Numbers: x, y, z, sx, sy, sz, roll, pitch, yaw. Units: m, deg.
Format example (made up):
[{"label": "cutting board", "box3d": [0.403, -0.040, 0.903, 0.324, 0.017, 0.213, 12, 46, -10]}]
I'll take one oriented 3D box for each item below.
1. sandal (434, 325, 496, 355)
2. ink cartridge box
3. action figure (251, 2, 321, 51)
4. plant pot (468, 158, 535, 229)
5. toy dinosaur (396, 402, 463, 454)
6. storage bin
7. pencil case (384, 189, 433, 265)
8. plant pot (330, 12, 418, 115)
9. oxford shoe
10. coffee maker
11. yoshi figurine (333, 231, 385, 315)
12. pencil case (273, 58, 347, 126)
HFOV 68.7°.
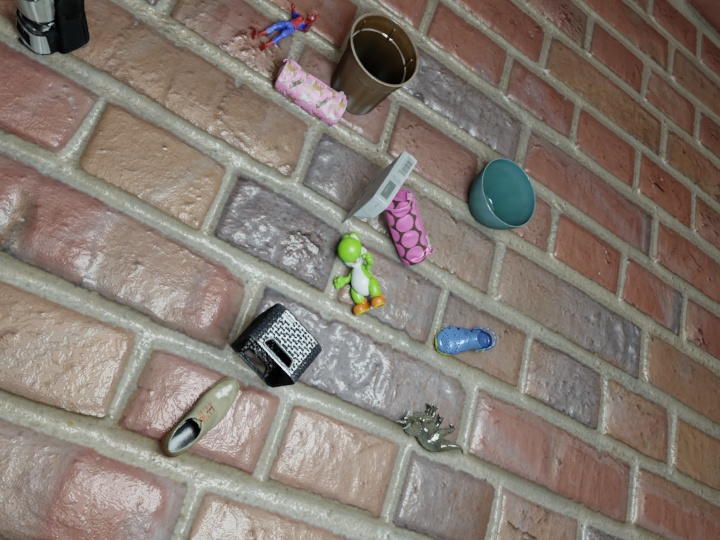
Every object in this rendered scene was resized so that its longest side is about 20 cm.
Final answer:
[{"label": "sandal", "box3d": [0.290, 0.185, 1.422, 0.195, 0.087, 0.082, -2, 79, -26]}, {"label": "ink cartridge box", "box3d": [0.045, -0.194, 1.324, 0.057, 0.200, 0.164, 36, 63, -8]}, {"label": "action figure", "box3d": [-0.185, -0.657, 1.391, 0.199, 0.098, 0.066, -39, 96, -32]}, {"label": "plant pot", "box3d": [0.393, -0.206, 1.547, 0.195, 0.134, 0.206, 7, 73, -26]}, {"label": "toy dinosaur", "box3d": [0.175, 0.404, 1.324, 0.102, 0.077, 0.201, -46, 104, -17]}, {"label": "storage bin", "box3d": [-0.181, 0.163, 1.117, 0.136, 0.199, 0.094, 47, 61, -8]}, {"label": "pencil case", "box3d": [0.123, -0.113, 1.363, 0.202, 0.091, 0.092, 64, 34, -40]}, {"label": "plant pot", "box3d": [0.022, -0.531, 1.403, 0.195, 0.197, 0.206, 8, 73, -25]}, {"label": "oxford shoe", "box3d": [-0.319, 0.301, 1.082, 0.071, 0.075, 0.201, 45, 61, -8]}, {"label": "coffee maker", "box3d": [-0.615, -0.552, 1.079, 0.188, 0.199, 0.138, -13, 85, -26]}, {"label": "yoshi figurine", "box3d": [-0.010, 0.002, 1.304, 0.110, 0.112, 0.205, -15, 81, -22]}, {"label": "pencil case", "box3d": [-0.131, -0.464, 1.375, 0.197, 0.082, 0.088, 28, 67, -17]}]
